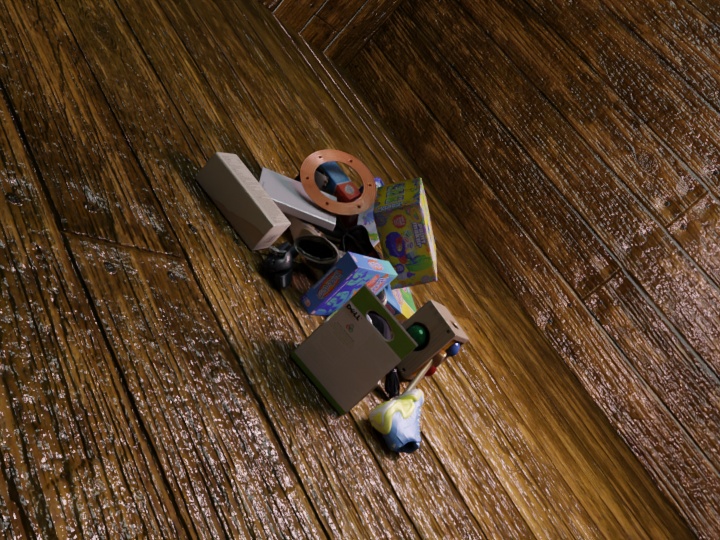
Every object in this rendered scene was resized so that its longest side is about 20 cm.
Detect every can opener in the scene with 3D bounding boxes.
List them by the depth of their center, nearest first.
[{"bbox_3d":[-0.166,-0.028,1.421,0.061,0.081,0.201,6,19,0],"label":"can opener"}]

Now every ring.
[{"bbox_3d":[-0.054,-0.211,1.622,0.195,0.019,0.205,11,54,-15],"label":"ring"}]

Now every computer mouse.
[{"bbox_3d":[0.050,0.164,1.447,0.201,0.051,0.142,-117,-166,-55],"label":"computer mouse"}]

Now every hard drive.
[{"bbox_3d":[-0.150,-0.170,1.582,0.195,0.027,0.133,20,32,-14],"label":"hard drive"}]

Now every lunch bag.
[{"bbox_3d":[0.011,-0.165,1.912,0.127,0.169,0.202,41,19,-26],"label":"lunch bag"}]

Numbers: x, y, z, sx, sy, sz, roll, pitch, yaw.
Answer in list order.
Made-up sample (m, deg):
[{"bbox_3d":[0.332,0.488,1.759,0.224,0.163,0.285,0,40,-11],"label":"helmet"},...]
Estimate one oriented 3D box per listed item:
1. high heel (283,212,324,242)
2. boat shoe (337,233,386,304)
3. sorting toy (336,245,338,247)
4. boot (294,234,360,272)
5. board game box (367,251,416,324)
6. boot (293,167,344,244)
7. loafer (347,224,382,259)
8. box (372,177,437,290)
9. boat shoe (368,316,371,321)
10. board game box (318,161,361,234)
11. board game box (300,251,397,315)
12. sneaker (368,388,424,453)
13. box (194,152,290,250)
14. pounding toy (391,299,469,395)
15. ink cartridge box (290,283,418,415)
[{"bbox_3d":[-0.138,-0.118,1.614,0.198,0.072,0.144,34,27,-14],"label":"high heel"},{"bbox_3d":[0.000,0.000,1.590,0.065,0.070,0.203,87,-22,-59],"label":"boat shoe"},{"bbox_3d":[-0.026,0.004,1.695,0.201,0.036,0.185,49,18,-1],"label":"sorting toy"},{"bbox_3d":[-0.054,-0.029,1.461,0.176,0.075,0.200,9,-12,-2],"label":"boot"},{"bbox_3d":[0.080,0.065,1.708,0.200,0.040,0.156,41,26,-48],"label":"board game box"},{"bbox_3d":[-0.095,-0.170,1.686,0.198,0.139,0.078,33,18,-18],"label":"boot"},{"bbox_3d":[0.017,-0.034,1.773,0.202,0.070,0.064,62,9,-47],"label":"loafer"},{"bbox_3d":[0.114,-0.094,1.659,0.194,0.118,0.205,-78,156,-65],"label":"box"},{"bbox_3d":[-0.017,0.136,1.393,0.071,0.073,0.202,29,22,-27],"label":"boat shoe"},{"bbox_3d":[-0.062,-0.175,1.747,0.154,0.040,0.202,52,-26,27],"label":"board game box"},{"bbox_3d":[-0.021,0.035,1.457,0.045,0.152,0.199,53,19,21],"label":"board game box"},{"bbox_3d":[0.085,0.302,1.315,0.198,0.075,0.107,-5,67,-60],"label":"sneaker"},{"bbox_3d":[-0.247,-0.147,1.415,0.201,0.078,0.095,51,18,8],"label":"box"},{"bbox_3d":[0.146,0.186,1.533,0.143,0.183,0.199,53,10,20],"label":"pounding toy"},{"bbox_3d":[-0.005,0.136,1.207,0.148,0.200,0.076,47,18,1],"label":"ink cartridge box"}]
